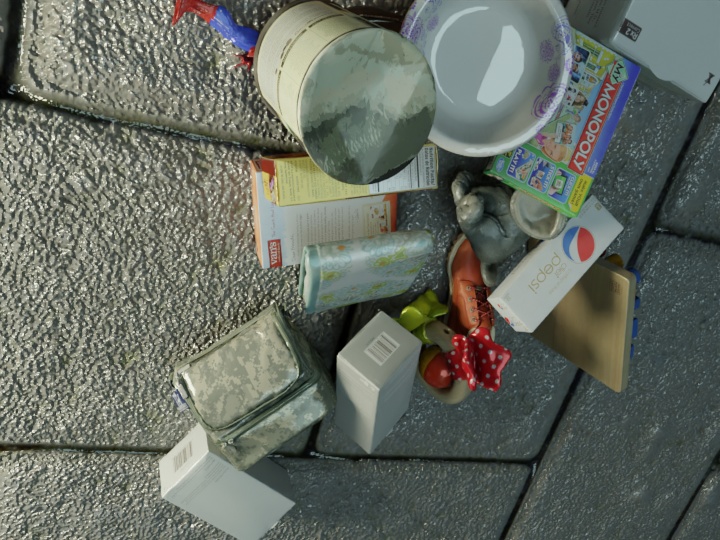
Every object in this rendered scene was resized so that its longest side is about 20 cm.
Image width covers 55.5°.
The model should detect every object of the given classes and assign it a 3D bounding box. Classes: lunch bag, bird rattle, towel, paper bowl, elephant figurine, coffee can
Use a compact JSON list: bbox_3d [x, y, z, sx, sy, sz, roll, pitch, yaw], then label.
[{"bbox_3d":[-0.154,0.159,0.986,0.197,0.140,0.170,-31,113,1],"label":"lunch bag"},{"bbox_3d":[0.131,0.127,1.032,0.112,0.198,0.166,-34,143,-36],"label":"bird rattle"},{"bbox_3d":[0.000,0.000,0.941,0.166,0.050,0.201,-13,163,-12],"label":"towel"},{"bbox_3d":[0.138,-0.240,0.786,0.194,0.105,0.207,2,106,6],"label":"paper bowl"},{"bbox_3d":[0.234,-0.101,0.939,0.195,0.145,0.156,-18,139,21],"label":"elephant figurine"},{"bbox_3d":[-0.024,-0.197,0.726,0.142,0.201,0.150,-10,120,-17],"label":"coffee can"}]

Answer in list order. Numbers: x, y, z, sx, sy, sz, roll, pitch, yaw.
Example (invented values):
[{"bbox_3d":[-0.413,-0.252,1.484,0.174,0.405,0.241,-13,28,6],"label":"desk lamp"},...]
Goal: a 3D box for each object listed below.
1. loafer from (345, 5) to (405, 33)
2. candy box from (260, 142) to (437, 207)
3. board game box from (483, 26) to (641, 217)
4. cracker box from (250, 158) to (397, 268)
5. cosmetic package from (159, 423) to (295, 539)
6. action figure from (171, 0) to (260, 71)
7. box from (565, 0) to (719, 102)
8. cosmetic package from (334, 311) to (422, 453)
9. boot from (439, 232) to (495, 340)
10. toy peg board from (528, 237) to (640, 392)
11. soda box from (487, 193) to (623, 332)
[{"bbox_3d":[0.043,-0.284,0.852,0.194,0.071,0.075,-4,119,-17],"label":"loafer"},{"bbox_3d":[-0.016,-0.120,0.830,0.194,0.116,0.058,-7,103,-16],"label":"candy box"},{"bbox_3d":[0.254,-0.189,0.860,0.131,0.029,0.205,23,91,-10],"label":"board game box"},{"bbox_3d":[-0.048,-0.088,0.934,0.194,0.058,0.138,-8,118,-16],"label":"cracker box"},{"bbox_3d":[-0.209,0.340,1.092,0.112,0.082,0.200,-41,123,6],"label":"cosmetic package"},{"bbox_3d":[-0.123,-0.266,0.810,0.195,0.065,0.053,15,90,-24],"label":"action figure"},{"bbox_3d":[0.399,-0.361,0.895,0.194,0.131,0.204,17,107,-26],"label":"box"},{"bbox_3d":[0.023,0.171,1.021,0.107,0.089,0.203,-42,157,-33],"label":"cosmetic package"},{"bbox_3d":[0.179,0.039,1.052,0.073,0.108,0.206,-5,117,-17],"label":"boot"},{"bbox_3d":[0.367,0.043,1.078,0.096,0.198,0.205,-23,124,-23],"label":"toy peg board"},{"bbox_3d":[0.272,-0.009,0.957,0.068,0.064,0.200,44,83,-2],"label":"soda box"}]
